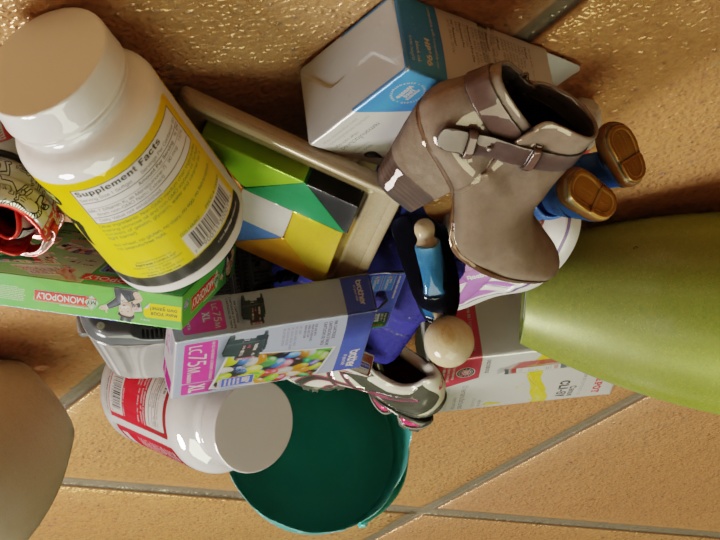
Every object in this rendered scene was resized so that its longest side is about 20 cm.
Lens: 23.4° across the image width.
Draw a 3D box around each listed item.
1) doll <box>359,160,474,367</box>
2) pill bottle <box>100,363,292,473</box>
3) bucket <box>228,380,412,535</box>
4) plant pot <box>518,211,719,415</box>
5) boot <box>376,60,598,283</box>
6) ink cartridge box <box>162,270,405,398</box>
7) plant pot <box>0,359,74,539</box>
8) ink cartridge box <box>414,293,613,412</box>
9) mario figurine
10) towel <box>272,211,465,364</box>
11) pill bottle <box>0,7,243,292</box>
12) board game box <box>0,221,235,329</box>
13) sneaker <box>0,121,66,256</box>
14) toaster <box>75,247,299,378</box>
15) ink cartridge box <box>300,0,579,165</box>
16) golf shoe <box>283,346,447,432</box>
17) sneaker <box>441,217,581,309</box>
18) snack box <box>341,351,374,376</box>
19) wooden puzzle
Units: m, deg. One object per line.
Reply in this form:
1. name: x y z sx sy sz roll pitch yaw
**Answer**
1. doll: 0.048 -0.016 1.370 0.048 0.202 0.137 -19 154 0
2. pill bottle: -0.151 0.124 1.619 0.111 0.114 0.199 11 -179 -37
3. bucket: -0.045 0.169 1.752 0.204 0.210 0.135 -6 166 -4
4. plant pot: 0.248 0.031 1.597 0.197 0.189 0.188 5 156 2
5. boot: 0.114 -0.069 1.246 0.199 0.071 0.146 26 137 -32
6. ink cartridge box: -0.060 0.052 1.425 0.198 0.042 0.120 -11 156 -13
7. plant pot: -0.356 0.164 1.684 0.134 0.200 0.201 -39 166 -23
8. ink cartridge box: 0.161 0.072 1.742 0.197 0.084 0.146 -6 155 -5
9. mario figurine: 0.130 -0.076 1.393 0.122 0.107 0.199 -9 178 -29
10. towel: 0.000 0.000 1.526 0.147 0.050 0.200 28 150 -6
11. pill bottle: -0.172 -0.084 1.229 0.113 0.115 0.200 -16 140 16
12. board game box: -0.211 -0.001 1.362 0.197 0.029 0.135 8 -159 12
13. sneaker: -0.232 -0.055 1.308 0.067 0.109 0.201 -22 152 29
14. toaster: -0.149 0.024 1.506 0.197 0.115 0.129 -8 159 -6
15. ink cartridge box: 0.068 -0.125 1.304 0.198 0.069 0.116 13 147 -39
16. golf shoe: -0.008 0.078 1.658 0.198 0.078 0.088 20 154 8
17. sneaker: 0.096 -0.019 1.544 0.113 0.073 0.200 17 145 -38
18. snack box: -0.085 0.064 1.612 0.198 0.025 0.072 9 170 39
19. wooden puzzle: -0.070 -0.053 1.360 0.183 0.038 0.200 24 154 -1
